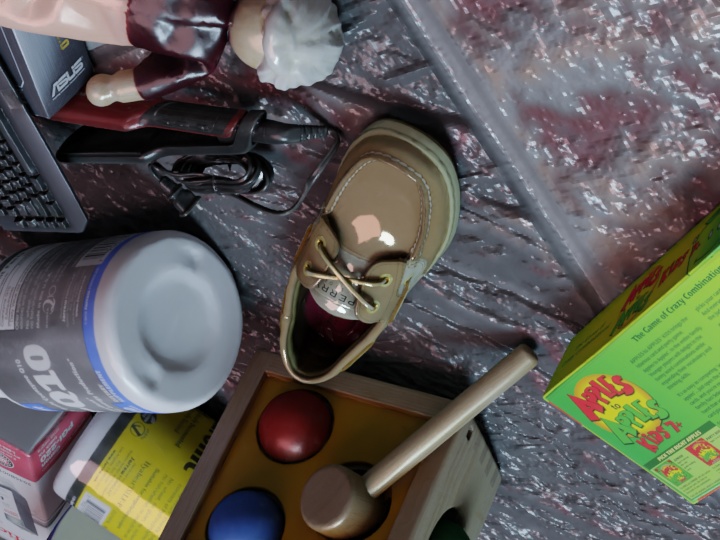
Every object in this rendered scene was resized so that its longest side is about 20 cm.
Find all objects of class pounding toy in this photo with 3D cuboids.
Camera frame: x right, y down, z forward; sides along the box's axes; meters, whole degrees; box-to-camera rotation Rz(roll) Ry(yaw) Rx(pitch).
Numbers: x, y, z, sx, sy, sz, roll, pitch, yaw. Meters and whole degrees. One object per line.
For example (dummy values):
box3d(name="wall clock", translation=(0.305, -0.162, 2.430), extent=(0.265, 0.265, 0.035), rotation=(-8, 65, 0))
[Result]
box3d(name="pounding toy", translation=(0.000, 0.137, 0.807), extent=(0.199, 0.185, 0.142), rotation=(12, 152, 28))

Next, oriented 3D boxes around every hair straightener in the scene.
box3d(name="hair straightener", translation=(-0.096, -0.069, 0.753), extent=(0.199, 0.041, 0.077), rotation=(5, 136, 28))

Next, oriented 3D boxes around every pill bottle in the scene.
box3d(name="pill bottle", translation=(-0.118, 0.173, 0.981), extent=(0.199, 0.112, 0.111), rotation=(35, 145, -2))
box3d(name="pill bottle", translation=(-0.183, 0.037, 0.871), extent=(0.199, 0.114, 0.114), rotation=(-5, 130, 42))

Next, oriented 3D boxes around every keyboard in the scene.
box3d(name="keyboard", translation=(-0.243, -0.100, 0.757), extent=(0.126, 0.021, 0.201), rotation=(7, 137, 32))

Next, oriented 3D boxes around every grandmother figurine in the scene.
box3d(name="grandmother figurine", translation=(-0.104, -0.134, 0.630), extent=(0.199, 0.061, 0.122), rotation=(16, 133, 1))

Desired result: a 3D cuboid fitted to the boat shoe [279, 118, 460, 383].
box3d(name="boat shoe", translation=(0.000, 0.000, 0.722), extent=(0.074, 0.067, 0.200), rotation=(28, 144, 7))

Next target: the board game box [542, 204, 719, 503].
box3d(name="board game box", translation=(0.181, 0.035, 0.635), extent=(0.101, 0.048, 0.200), rotation=(35, 144, -1))

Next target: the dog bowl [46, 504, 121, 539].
box3d(name="dog bowl", translation=(-0.160, 0.259, 1.040), extent=(0.199, 0.201, 0.079), rotation=(35, 142, -2))

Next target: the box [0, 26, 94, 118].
box3d(name="box", translation=(-0.261, -0.177, 0.739), extent=(0.199, 0.048, 0.159), rotation=(14, 140, 25))

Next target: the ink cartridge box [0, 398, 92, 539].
box3d(name="ink cartridge box", translation=(-0.305, 0.149, 1.127), extent=(0.145, 0.085, 0.201), rotation=(24, 145, 14))
